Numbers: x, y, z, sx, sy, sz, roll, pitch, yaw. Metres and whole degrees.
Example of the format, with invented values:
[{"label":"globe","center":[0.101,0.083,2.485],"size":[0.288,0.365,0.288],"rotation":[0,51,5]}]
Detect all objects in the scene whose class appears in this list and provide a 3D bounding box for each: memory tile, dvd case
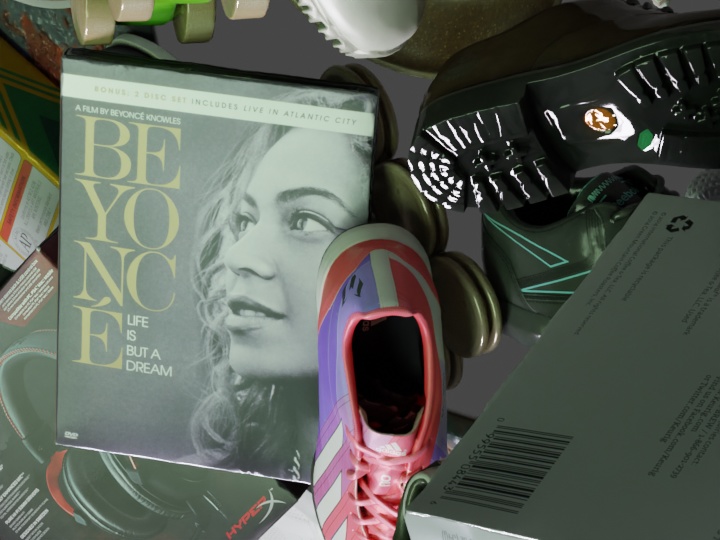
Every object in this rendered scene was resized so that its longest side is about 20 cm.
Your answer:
[{"label":"memory tile","center":[0.000,0.000,1.246],"size":[0.154,0.017,0.200],"rotation":[61,152,11]},{"label":"dvd case","center":[-0.069,0.001,1.201],"size":[0.148,0.016,0.201],"rotation":[8,114,9]}]

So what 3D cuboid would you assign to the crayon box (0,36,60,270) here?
[{"label":"crayon box","center":[-0.199,-0.056,1.412],"size":[0.200,0.052,0.126],"rotation":[41,140,11]}]

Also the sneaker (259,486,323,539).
[{"label":"sneaker","center":[-0.062,0.115,1.396],"size":[0.200,0.074,0.116],"rotation":[41,137,10]}]

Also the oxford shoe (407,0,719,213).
[{"label":"oxford shoe","center":[0.117,-0.086,1.050],"size":[0.199,0.085,0.073],"rotation":[-7,132,17]}]

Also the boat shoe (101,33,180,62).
[{"label":"boat shoe","center":[-0.087,-0.036,1.283],"size":[0.201,0.060,0.072],"rotation":[51,150,24]}]

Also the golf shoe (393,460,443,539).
[{"label":"golf shoe","center":[0.068,0.103,1.139],"size":[0.078,0.201,0.097],"rotation":[14,156,47]}]

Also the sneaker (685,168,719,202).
[{"label":"sneaker","center":[0.224,0.010,1.031],"size":[0.199,0.075,0.116],"rotation":[7,122,37]}]

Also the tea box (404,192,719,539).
[{"label":"tea box","center":[0.138,0.112,0.982],"size":[0.133,0.200,0.198],"rotation":[9,132,35]}]

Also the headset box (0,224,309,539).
[{"label":"headset box","center":[-0.133,0.074,1.307],"size":[0.200,0.075,0.149],"rotation":[44,119,-2]}]

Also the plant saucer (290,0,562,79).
[{"label":"plant saucer","center":[0.018,-0.180,1.114],"size":[0.200,0.037,0.201],"rotation":[26,136,28]}]

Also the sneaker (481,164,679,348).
[{"label":"sneaker","center":[0.129,0.003,1.121],"size":[0.199,0.075,0.080],"rotation":[12,125,38]}]

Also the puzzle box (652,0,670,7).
[{"label":"puzzle box","center":[0.091,-0.214,0.956],"size":[0.200,0.133,0.025],"rotation":[48,-175,4]}]

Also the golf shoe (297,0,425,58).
[{"label":"golf shoe","center":[0.016,-0.170,1.039],"size":[0.097,0.078,0.201],"rotation":[14,130,29]}]

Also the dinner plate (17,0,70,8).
[{"label":"dinner plate","center":[-0.178,-0.225,1.279],"size":[0.199,0.024,0.201],"rotation":[26,136,28]}]

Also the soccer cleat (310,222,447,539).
[{"label":"soccer cleat","center":[0.011,0.081,1.175],"size":[0.068,0.073,0.201],"rotation":[-4,116,-3]}]

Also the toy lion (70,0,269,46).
[{"label":"toy lion","center":[-0.085,-0.199,1.106],"size":[0.200,0.068,0.193],"rotation":[179,89,-77]}]
